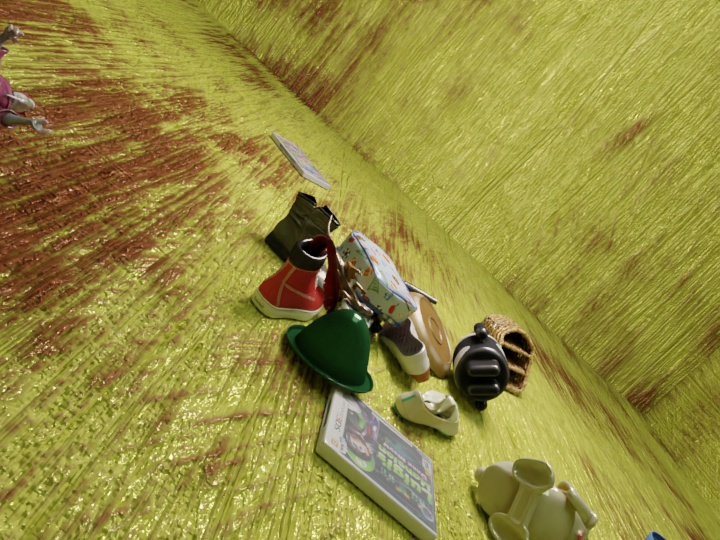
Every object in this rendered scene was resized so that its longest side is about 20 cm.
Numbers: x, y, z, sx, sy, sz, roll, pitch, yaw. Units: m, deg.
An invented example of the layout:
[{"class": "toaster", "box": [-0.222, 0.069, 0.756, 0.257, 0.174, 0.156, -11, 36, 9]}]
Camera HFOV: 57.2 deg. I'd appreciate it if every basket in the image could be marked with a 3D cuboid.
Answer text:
[{"class": "basket", "box": [0.401, 0.223, 1.792, 0.198, 0.143, 0.150, 28, 20, -45]}]

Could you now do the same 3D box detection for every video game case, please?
[{"class": "video game case", "box": [-0.183, -0.336, 2.029, 0.201, 0.018, 0.142, 52, 16, 29]}, {"class": "video game case", "box": [0.027, 0.260, 0.923, 0.199, 0.023, 0.182, 42, 15, -8]}]

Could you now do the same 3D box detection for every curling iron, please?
[{"class": "curling iron", "box": [0.095, 0.027, 1.560, 0.197, 0.026, 0.049, 26, 12, 16]}]

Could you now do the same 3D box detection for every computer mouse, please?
[{"class": "computer mouse", "box": [-0.012, 0.086, 1.269, 0.110, 0.044, 0.200, 52, 11, 6]}]

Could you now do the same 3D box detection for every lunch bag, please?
[{"class": "lunch bag", "box": [0.033, 0.020, 1.322, 0.160, 0.075, 0.202, 38, 18, -37]}]

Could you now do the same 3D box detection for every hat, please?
[{"class": "hat", "box": [-0.006, 0.068, 1.010, 0.164, 0.178, 0.200, 35, 9, 10]}]

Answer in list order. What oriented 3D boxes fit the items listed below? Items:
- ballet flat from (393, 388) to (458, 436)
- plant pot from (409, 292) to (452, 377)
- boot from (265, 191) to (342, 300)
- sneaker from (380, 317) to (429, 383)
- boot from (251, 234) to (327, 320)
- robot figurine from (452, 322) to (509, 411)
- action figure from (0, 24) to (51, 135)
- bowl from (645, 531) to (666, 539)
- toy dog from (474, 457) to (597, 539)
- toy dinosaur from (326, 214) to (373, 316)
[{"class": "ballet flat", "box": [0.136, 0.247, 1.168, 0.199, 0.070, 0.070, 27, 21, -49]}, {"class": "plant pot", "box": [0.158, 0.138, 1.469, 0.201, 0.027, 0.202, 53, 23, -33]}, {"class": "boot", "box": [-0.081, -0.047, 1.270, 0.200, 0.131, 0.068, 44, 14, 5]}, {"class": "sneaker", "box": [0.090, 0.161, 1.322, 0.200, 0.071, 0.086, -116, -175, -68]}, {"class": "boot", "box": [-0.081, 0.008, 1.096, 0.072, 0.145, 0.199, 44, 13, 16]}, {"class": "robot figurine", "box": [0.267, 0.213, 1.466, 0.124, 0.151, 0.200, 37, 11, -2]}, {"class": "action figure", "box": [-0.486, -0.231, 0.828, 0.200, 0.145, 0.137, 64, 11, -80]}, {"class": "bowl", "box": [0.749, 0.716, 1.559, 0.200, 0.039, 0.201, 40, 15, -13]}, {"class": "toy dog", "box": [0.288, 0.399, 1.074, 0.198, 0.142, 0.192, 33, -19, -29]}, {"class": "toy dinosaur", "box": [-0.038, -0.004, 1.189, 0.106, 0.059, 0.204, 131, -62, -85]}]
